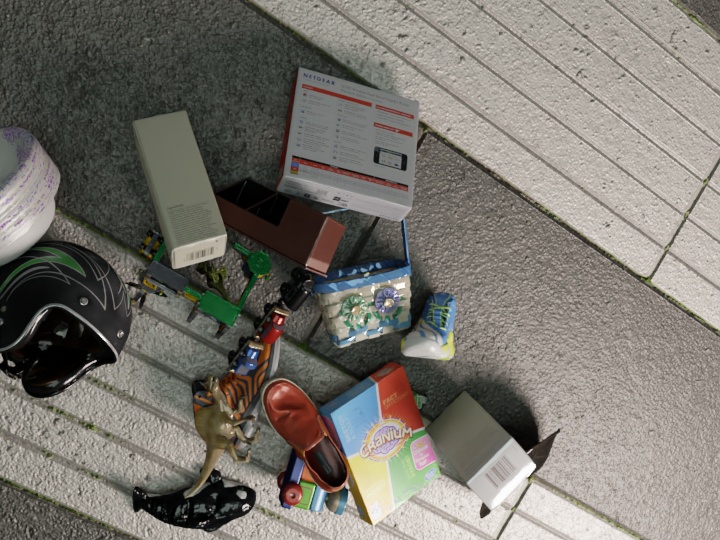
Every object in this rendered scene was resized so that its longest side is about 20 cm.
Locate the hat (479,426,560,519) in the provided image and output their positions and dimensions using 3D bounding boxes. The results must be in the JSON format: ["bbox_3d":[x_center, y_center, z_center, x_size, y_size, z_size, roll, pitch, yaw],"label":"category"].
[{"bbox_3d":[0.249,0.322,1.270,0.199,0.081,0.203,-34,149,-24],"label":"hat"}]

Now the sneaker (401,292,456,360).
[{"bbox_3d":[0.108,0.083,1.157,0.074,0.200,0.108,4,83,13],"label":"sneaker"}]

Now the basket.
[{"bbox_3d":[0.000,0.000,1.128,0.172,0.139,0.206,-15,94,-9],"label":"basket"}]

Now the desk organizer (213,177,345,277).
[{"bbox_3d":[-0.124,-0.072,1.066,0.197,0.071,0.079,27,91,24],"label":"desk organizer"}]

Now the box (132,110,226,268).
[{"bbox_3d":[-0.252,-0.114,1.034,0.080,0.069,0.204,-14,72,-19],"label":"box"}]

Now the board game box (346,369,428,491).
[{"bbox_3d":[0.025,0.279,1.248,0.103,0.023,0.204,26,94,-14],"label":"board game box"}]

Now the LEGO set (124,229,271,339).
[{"bbox_3d":[-0.239,0.009,1.110,0.196,0.116,0.157,23,67,-17],"label":"LEGO set"}]

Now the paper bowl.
[{"bbox_3d":[-0.486,-0.084,0.975,0.198,0.202,0.106,-30,133,-5],"label":"paper bowl"}]

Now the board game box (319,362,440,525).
[{"bbox_3d":[0.034,0.275,1.190,0.151,0.040,0.205,-28,106,-28],"label":"board game box"}]

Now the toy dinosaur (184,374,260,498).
[{"bbox_3d":[-0.207,0.250,1.123,0.098,0.058,0.206,12,104,8],"label":"toy dinosaur"}]

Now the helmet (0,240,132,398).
[{"bbox_3d":[-0.413,0.057,1.016,0.188,0.199,0.203,-32,106,-14],"label":"helmet"}]

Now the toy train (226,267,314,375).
[{"bbox_3d":[-0.131,0.081,1.082,0.034,0.046,0.201,22,113,-47],"label":"toy train"}]

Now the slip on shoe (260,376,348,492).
[{"bbox_3d":[-0.079,0.246,1.116,0.073,0.061,0.203,-34,95,-21],"label":"slip on shoe"}]

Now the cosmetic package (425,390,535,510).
[{"bbox_3d":[0.187,0.283,1.191,0.101,0.200,0.074,-43,106,-1],"label":"cosmetic package"}]

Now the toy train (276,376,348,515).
[{"bbox_3d":[-0.055,0.286,1.196,0.113,0.085,0.205,18,87,-13],"label":"toy train"}]

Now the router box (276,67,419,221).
[{"bbox_3d":[-0.014,-0.184,1.094,0.195,0.049,0.184,13,67,-15],"label":"router box"}]

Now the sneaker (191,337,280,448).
[{"bbox_3d":[-0.199,0.173,1.147,0.110,0.078,0.205,20,96,-16],"label":"sneaker"}]

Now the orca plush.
[{"bbox_3d":[-0.262,0.372,1.174,0.195,0.071,0.108,17,96,-15],"label":"orca plush"}]
